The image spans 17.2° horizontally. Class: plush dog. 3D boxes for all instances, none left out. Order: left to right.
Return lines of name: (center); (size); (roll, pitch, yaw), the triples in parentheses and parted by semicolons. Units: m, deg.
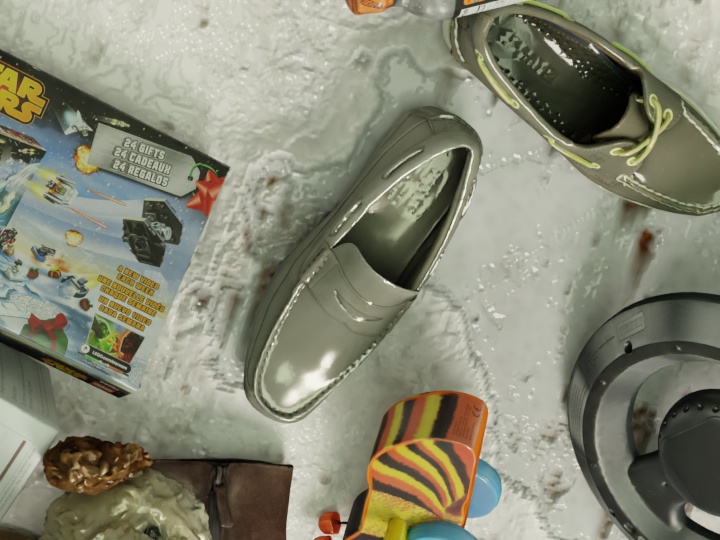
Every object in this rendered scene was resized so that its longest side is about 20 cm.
plush dog: (-0.139, 0.182, 1.242); (0.172, 0.160, 0.200); (-51, 125, -28)

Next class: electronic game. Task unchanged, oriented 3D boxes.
electronic game: (0.206, 0.102, 1.337); (0.042, 0.200, 0.200); (-41, 116, -45)

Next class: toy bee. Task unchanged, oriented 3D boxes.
toy bee: (0.022, 0.146, 1.339); (0.109, 0.131, 0.200); (6, 117, 13)

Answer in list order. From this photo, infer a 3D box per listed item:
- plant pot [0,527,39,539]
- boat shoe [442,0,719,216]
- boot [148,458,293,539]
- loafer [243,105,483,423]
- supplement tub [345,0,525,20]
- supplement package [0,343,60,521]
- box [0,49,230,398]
plant pot: (-0.226, 0.244, 1.360); (0.200, 0.027, 0.200); (-3, 106, -11)
boat shoe: (0.134, -0.088, 1.319); (0.202, 0.060, 0.072); (34, 97, -17)
boot: (-0.129, 0.188, 1.332); (0.200, 0.072, 0.167); (-1, 91, -23)
loafer: (0.000, 0.000, 1.313); (0.070, 0.070, 0.200); (28, 98, -17)
supplement tub: (0.082, -0.202, 1.246); (0.200, 0.123, 0.123); (-14, 107, -7)
supplement package: (-0.274, 0.063, 1.257); (0.200, 0.110, 0.114); (33, 97, -17)
box: (-0.184, -0.036, 1.257); (0.200, 0.040, 0.137); (27, 72, -16)
